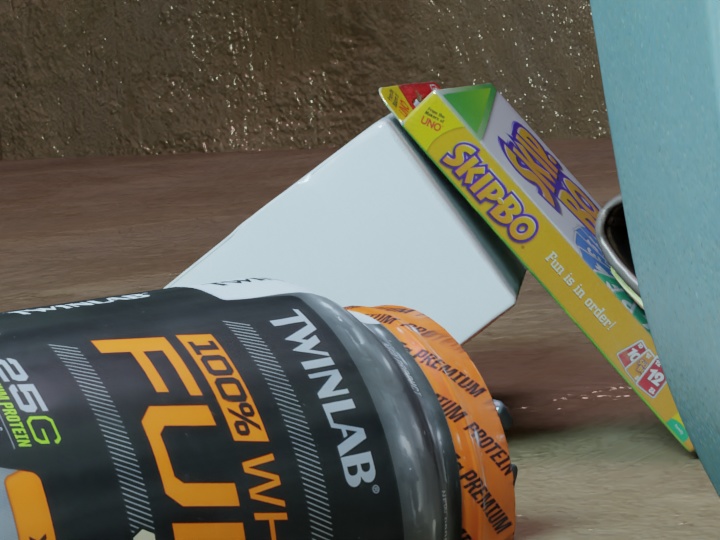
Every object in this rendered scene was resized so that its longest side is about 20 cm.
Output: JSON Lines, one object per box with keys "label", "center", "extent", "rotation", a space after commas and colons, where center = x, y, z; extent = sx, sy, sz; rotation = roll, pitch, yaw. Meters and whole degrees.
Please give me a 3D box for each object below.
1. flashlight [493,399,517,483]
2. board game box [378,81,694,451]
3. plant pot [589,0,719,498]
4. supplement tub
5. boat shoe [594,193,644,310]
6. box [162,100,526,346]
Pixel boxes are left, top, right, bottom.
{"label": "flashlight", "center": [-0.033, 0.065, 0.911], "extent": [0.199, 0.068, 0.068], "rotation": [-1, 4, 39]}
{"label": "board game box", "center": [0.090, -0.012, 1.051], "extent": [0.030, 0.200, 0.095], "rotation": [-46, -8, 16]}
{"label": "plant pot", "center": [0.179, 0.003, 0.705], "extent": [0.194, 0.202, 0.196], "rotation": [-4, 6, -4]}
{"label": "supplement tub", "center": [-0.065, 0.068, 0.627], "extent": [0.199, 0.124, 0.122], "rotation": [-9, 8, -35]}
{"label": "boat shoe", "center": [0.171, 0.020, 0.961], "extent": [0.059, 0.072, 0.200], "rotation": [8, 21, -39]}
{"label": "box", "center": [0.000, 0.000, 1.111], "extent": [0.124, 0.098, 0.200], "rotation": [-37, 1, 9]}
